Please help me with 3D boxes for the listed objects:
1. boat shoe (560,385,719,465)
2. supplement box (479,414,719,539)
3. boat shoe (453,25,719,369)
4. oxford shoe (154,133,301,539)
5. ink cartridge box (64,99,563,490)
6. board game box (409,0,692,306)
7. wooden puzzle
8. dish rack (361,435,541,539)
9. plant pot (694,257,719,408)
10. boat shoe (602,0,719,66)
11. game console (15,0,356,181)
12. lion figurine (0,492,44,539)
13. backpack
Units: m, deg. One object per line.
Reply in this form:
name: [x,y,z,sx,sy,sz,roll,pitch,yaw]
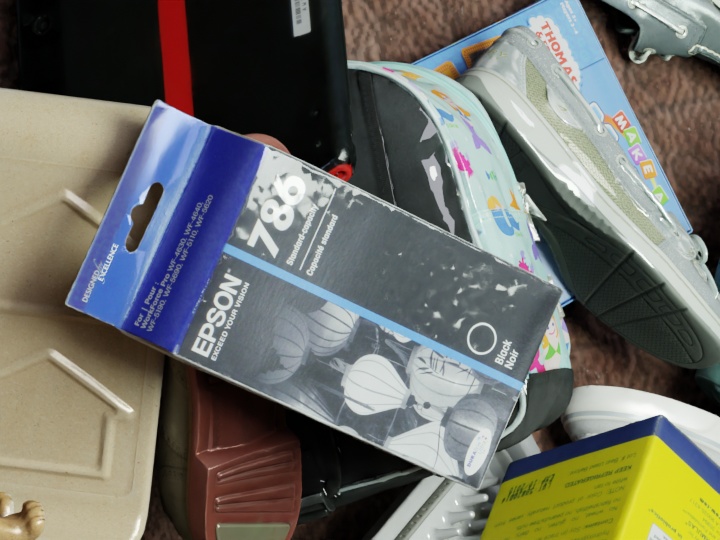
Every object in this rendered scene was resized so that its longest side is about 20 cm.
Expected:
boat shoe: [0.182,0.127,1.534,0.200,0.072,0.069,34,61,-30]
supplement box: [0.110,0.186,1.355,0.109,0.109,0.200,42,51,-23]
boat shoe: [0.126,-0.035,1.494,0.202,0.074,0.065,47,62,-6]
oxford shoe: [-0.068,0.033,1.297,0.070,0.075,0.201,-6,108,-38]
ink cartridge box: [-0.017,0.012,1.243,0.200,0.039,0.100,24,87,-22]
board game box: [0.068,-0.046,1.525,0.200,0.037,0.152,-28,92,-34]
wooden puzzle: [-0.176,0.017,1.275,0.185,0.046,0.201,7,102,-2]
dish rack: [0.047,0.182,1.410,0.200,0.043,0.172,-46,115,-44]
plant pot: [0.263,0.042,1.548,0.200,0.200,0.134,40,86,-17]
boat shoe: [0.159,-0.150,1.611,0.200,0.073,0.062,37,99,-25]
game console: [-0.084,-0.108,1.357,0.031,0.176,0.201,32,47,-56]
lion figurine: [-0.206,0.145,1.227,0.122,0.072,0.201,3,95,-28]
backpack: [0.000,0.000,1.377,0.201,0.177,0.151,69,22,0]
